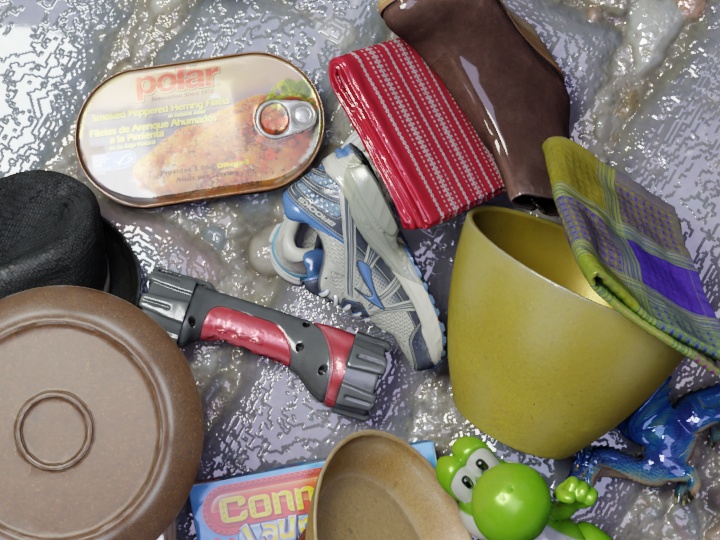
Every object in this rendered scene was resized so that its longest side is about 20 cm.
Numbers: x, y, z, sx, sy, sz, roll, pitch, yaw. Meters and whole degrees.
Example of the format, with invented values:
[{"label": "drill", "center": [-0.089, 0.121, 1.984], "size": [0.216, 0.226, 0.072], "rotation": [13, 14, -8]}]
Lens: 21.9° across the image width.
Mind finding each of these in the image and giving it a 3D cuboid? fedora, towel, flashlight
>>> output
[{"label": "fedora", "center": [-0.255, -0.010, 1.397], "size": [0.199, 0.092, 0.201], "rotation": [8, 46, -8]}, {"label": "towel", "center": [0.057, -0.114, 1.435], "size": [0.022, 0.200, 0.145], "rotation": [-29, 88, 33]}, {"label": "flashlight", "center": [-0.079, 0.059, 1.461], "size": [0.199, 0.068, 0.068], "rotation": [16, 95, -2]}, {"label": "towel", "center": [0.201, -0.018, 1.368], "size": [0.143, 0.200, 0.023], "rotation": [32, 117, -22]}]

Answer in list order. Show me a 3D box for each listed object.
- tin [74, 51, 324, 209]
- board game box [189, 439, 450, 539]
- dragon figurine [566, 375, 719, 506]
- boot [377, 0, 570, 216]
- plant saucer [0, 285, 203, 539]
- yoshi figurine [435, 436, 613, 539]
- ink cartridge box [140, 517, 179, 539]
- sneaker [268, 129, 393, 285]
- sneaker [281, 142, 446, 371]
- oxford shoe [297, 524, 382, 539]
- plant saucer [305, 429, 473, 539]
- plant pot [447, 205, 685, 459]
[{"label": "tin", "center": [-0.128, -0.112, 1.486], "size": [0.198, 0.042, 0.113], "rotation": [-8, 90, -4]}, {"label": "board game box", "center": [-0.023, 0.247, 1.455], "size": [0.199, 0.056, 0.197], "rotation": [-10, 87, -4]}, {"label": "dragon figurine", "center": [0.241, 0.118, 1.477], "size": [0.099, 0.059, 0.201], "rotation": [36, 86, 0]}, {"label": "boot", "center": [0.102, -0.133, 1.423], "size": [0.072, 0.199, 0.167], "rotation": [-30, 64, 33]}, {"label": "plant saucer", "center": [-0.207, 0.110, 1.269], "size": [0.199, 0.034, 0.202], "rotation": [0, 86, 0]}, {"label": "yoshi figurine", "center": [0.139, 0.207, 1.411], "size": [0.200, 0.112, 0.113], "rotation": [43, 47, -22]}, {"label": "ink cartridge box", "center": [-0.181, 0.166, 1.380], "size": [0.084, 0.200, 0.146], "rotation": [-3, 86, -3]}, {"label": "sneaker", "center": [0.005, -0.073, 1.466], "size": [0.075, 0.087, 0.200], "rotation": [37, 83, 2]}, {"label": "sneaker", "center": [0.000, 0.000, 1.419], "size": [0.085, 0.077, 0.201], "rotation": [-26, 117, 2]}, {"label": "oxford shoe", "center": [-0.033, 0.256, 1.358], "size": [0.074, 0.071, 0.201], "rotation": [33, 57, -6]}, {"label": "plant saucer", "center": [0.019, 0.218, 1.359], "size": [0.035, 0.200, 0.201], "rotation": [-23, 87, 32]}, {"label": "plant pot", "center": [0.144, 0.058, 1.427], "size": [0.199, 0.200, 0.143], "rotation": [24, 106, -1]}]
